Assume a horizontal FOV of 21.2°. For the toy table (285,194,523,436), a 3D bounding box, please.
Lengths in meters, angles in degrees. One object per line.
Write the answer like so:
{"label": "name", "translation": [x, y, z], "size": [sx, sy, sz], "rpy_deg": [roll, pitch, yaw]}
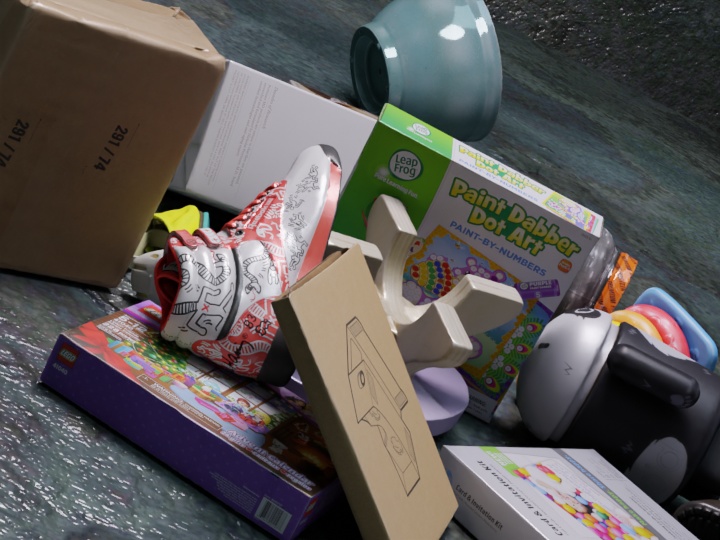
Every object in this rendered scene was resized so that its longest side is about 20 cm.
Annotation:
{"label": "toy table", "translation": [0.019, 0.041, 1.459], "size": [0.199, 0.118, 0.184], "rpy_deg": [8, 35, -40]}

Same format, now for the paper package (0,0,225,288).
{"label": "paper package", "translation": [-0.226, -0.108, 1.392], "size": [0.189, 0.201, 0.103], "rpy_deg": [13, 22, -42]}

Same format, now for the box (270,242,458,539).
{"label": "box", "translation": [0.007, 0.093, 1.274], "size": [0.163, 0.021, 0.202], "rpy_deg": [-40, 110, -71]}

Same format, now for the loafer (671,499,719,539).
{"label": "loafer", "translation": [0.339, 0.233, 1.512], "size": [0.199, 0.073, 0.071], "rpy_deg": [32, 19, 11]}

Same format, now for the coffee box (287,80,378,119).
{"label": "coffee box", "translation": [0.008, -0.110, 1.983], "size": [0.198, 0.080, 0.113], "rpy_deg": [21, 17, -23]}

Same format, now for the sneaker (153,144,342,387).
{"label": "sneaker", "translation": [-0.080, -0.022, 1.341], "size": [0.107, 0.067, 0.203], "rpy_deg": [19, 54, -12]}

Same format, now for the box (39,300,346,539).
{"label": "box", "translation": [-0.098, 0.096, 1.281], "size": [0.199, 0.039, 0.137], "rpy_deg": [32, 16, 12]}

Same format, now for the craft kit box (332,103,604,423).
{"label": "craft kit box", "translation": [0.064, -0.003, 1.551], "size": [0.198, 0.199, 0.049], "rpy_deg": [27, 26, -2]}

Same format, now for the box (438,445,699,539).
{"label": "box", "translation": [0.161, 0.189, 1.419], "size": [0.199, 0.041, 0.156], "rpy_deg": [7, 27, -49]}

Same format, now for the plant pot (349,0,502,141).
{"label": "plant pot", "translation": [0.068, -0.247, 2.336], "size": [0.133, 0.202, 0.200], "rpy_deg": [-11, 33, -21]}

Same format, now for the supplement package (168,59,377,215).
{"label": "supplement package", "translation": [-0.070, -0.099, 1.707], "size": [0.198, 0.121, 0.121], "rpy_deg": [19, -1, -26]}

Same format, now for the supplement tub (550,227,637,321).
{"label": "supplement tub", "translation": [0.162, -0.015, 1.877], "size": [0.199, 0.123, 0.123], "rpy_deg": [30, 17, 4]}

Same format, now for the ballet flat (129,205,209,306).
{"label": "ballet flat", "translation": [-0.144, -0.001, 1.473], "size": [0.066, 0.068, 0.200], "rpy_deg": [3, 19, -9]}

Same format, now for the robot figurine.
{"label": "robot figurine", "translation": [0.226, 0.114, 1.592], "size": [0.199, 0.151, 0.125], "rpy_deg": [29, 29, 3]}

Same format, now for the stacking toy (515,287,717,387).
{"label": "stacking toy", "translation": [0.210, 0.090, 1.723], "size": [0.198, 0.117, 0.110], "rpy_deg": [-6, 40, -39]}
